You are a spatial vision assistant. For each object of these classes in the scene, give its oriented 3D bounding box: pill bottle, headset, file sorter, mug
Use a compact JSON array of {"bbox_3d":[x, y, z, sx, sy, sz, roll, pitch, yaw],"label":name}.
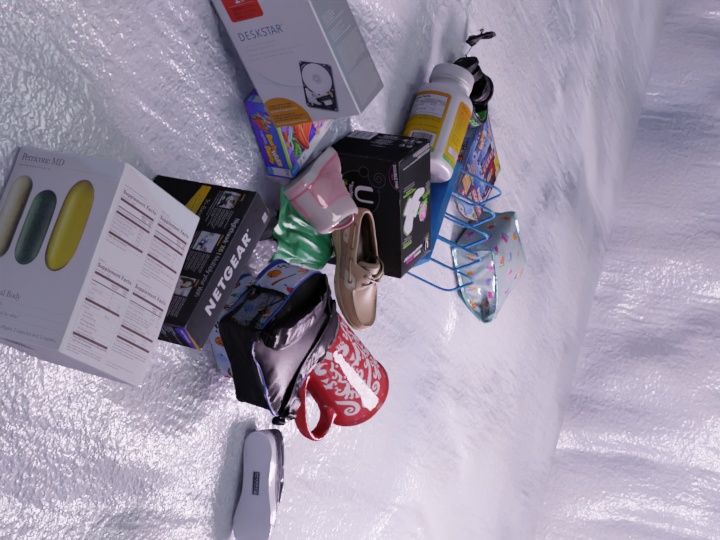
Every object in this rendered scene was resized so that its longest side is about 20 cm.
[{"bbox_3d":[0.143,-0.275,2.002,0.111,0.110,0.202,48,57,-59],"label":"pill bottle"},{"bbox_3d":[0.231,-0.384,2.149,0.123,0.093,0.202,42,41,-53],"label":"headset"},{"bbox_3d":[0.169,-0.076,2.052,0.139,0.122,0.202,-24,-137,66],"label":"file sorter"},{"bbox_3d":[-0.047,0.166,1.753,0.201,0.132,0.179,59,27,-49],"label":"mug"}]

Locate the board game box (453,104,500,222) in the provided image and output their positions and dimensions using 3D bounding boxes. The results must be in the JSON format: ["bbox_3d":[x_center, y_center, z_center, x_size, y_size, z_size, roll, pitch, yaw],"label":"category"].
[{"bbox_3d":[0.215,-0.205,2.234,0.201,0.061,0.201,-62,149,-29],"label":"board game box"}]

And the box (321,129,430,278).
[{"bbox_3d":[0.028,-0.111,1.788,0.124,0.147,0.202,-39,133,-53],"label":"box"}]

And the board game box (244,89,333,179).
[{"bbox_3d":[-0.089,-0.254,1.612,0.201,0.044,0.135,-59,148,-35],"label":"board game box"}]

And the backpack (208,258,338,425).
[{"bbox_3d":[-0.120,0.084,1.558,0.190,0.153,0.202,-45,146,-34],"label":"backpack"}]

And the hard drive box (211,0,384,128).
[{"bbox_3d":[-0.082,-0.300,1.433,0.077,0.154,0.201,-53,127,-40],"label":"hard drive box"}]

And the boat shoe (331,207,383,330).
[{"bbox_3d":[0.000,0.000,1.721,0.071,0.064,0.203,-22,109,-43],"label":"boat shoe"}]

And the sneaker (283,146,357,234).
[{"bbox_3d":[-0.051,-0.114,1.629,0.105,0.075,0.200,48,19,-10],"label":"sneaker"}]

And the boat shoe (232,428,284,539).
[{"bbox_3d":[-0.151,0.347,1.696,0.068,0.071,0.203,2,91,-62],"label":"boat shoe"}]

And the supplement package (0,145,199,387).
[{"bbox_3d":[-0.298,-0.003,1.160,0.151,0.150,0.202,41,63,-60],"label":"supplement package"}]

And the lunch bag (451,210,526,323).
[{"bbox_3d":[0.288,-0.007,2.393,0.171,0.121,0.202,-52,138,-44],"label":"lunch bag"}]

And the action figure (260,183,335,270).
[{"bbox_3d":[-0.091,-0.048,1.677,0.200,0.054,0.120,27,74,-59],"label":"action figure"}]

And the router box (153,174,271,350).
[{"bbox_3d":[-0.220,-0.015,1.311,0.201,0.156,0.052,-64,150,-27],"label":"router box"}]
